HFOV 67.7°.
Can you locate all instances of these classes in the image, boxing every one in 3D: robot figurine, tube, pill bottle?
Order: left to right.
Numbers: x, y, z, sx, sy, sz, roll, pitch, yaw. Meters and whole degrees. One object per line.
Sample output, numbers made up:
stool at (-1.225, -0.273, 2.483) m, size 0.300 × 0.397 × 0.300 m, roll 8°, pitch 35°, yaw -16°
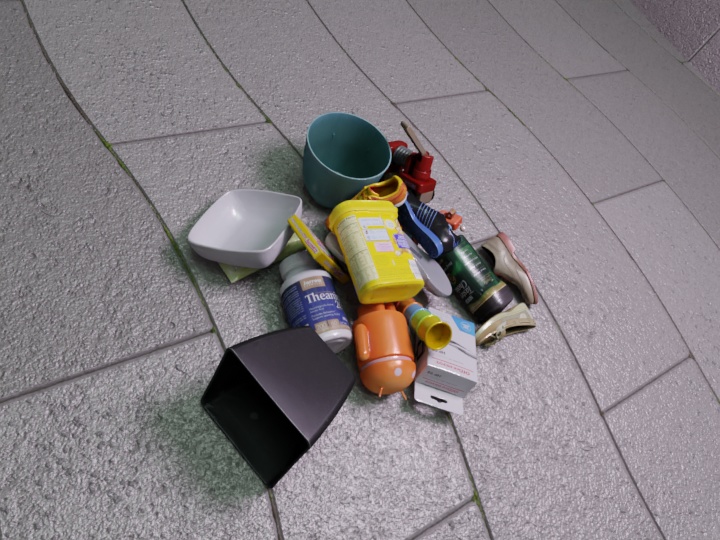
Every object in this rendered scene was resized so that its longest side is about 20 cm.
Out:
tube at (-0.201, -0.037, 1.145) m, size 0.199 × 0.058 × 0.052 m, roll -24°, pitch 105°, yaw -27°
pill bottle at (-0.097, 0.068, 1.078) m, size 0.110 × 0.111 × 0.201 m, roll -9°, pitch 63°, yaw -26°
robot figurine at (0.048, 0.159, 1.075) m, size 0.116 × 0.144 × 0.201 m, roll -9°, pitch 62°, yaw -2°

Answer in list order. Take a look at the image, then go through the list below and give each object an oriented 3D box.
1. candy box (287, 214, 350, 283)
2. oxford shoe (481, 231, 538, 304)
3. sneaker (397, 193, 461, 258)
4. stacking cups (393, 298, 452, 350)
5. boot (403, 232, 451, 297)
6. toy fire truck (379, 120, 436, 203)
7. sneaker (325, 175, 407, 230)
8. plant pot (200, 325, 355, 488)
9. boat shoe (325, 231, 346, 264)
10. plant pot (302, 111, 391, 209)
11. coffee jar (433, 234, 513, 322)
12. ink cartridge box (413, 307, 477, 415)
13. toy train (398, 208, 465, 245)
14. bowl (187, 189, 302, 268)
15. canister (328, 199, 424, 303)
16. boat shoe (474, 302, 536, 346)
candy box at (-0.083, -0.040, 1.111) m, size 0.026 × 0.200 × 0.102 m, roll -40°, pitch 69°, yaw 1°
oxford shoe at (0.372, 0.005, 1.343) m, size 0.074 × 0.071 × 0.201 m, roll -25°, pitch 70°, yaw -4°
sneaker at (0.148, -0.116, 1.231) m, size 0.078 × 0.070 × 0.201 m, roll -23°, pitch 65°, yaw -24°
stacking cups at (0.114, 0.095, 1.111) m, size 0.060 × 0.061 × 0.200 m, roll -1°, pitch 19°, yaw -22°
boot at (0.110, 0.000, 1.217) m, size 0.200 × 0.096 × 0.074 m, roll 47°, pitch 38°, yaw 1°
toy fire truck at (0.102, -0.272, 1.289) m, size 0.128 × 0.201 × 0.176 m, roll -19°, pitch 45°, yaw -39°
sneaker at (0.006, -0.153, 1.193) m, size 0.199 × 0.077 × 0.073 m, roll -29°, pitch 56°, yaw 3°
plant pot at (-0.128, 0.213, 0.933) m, size 0.200 × 0.200 × 0.177 m, roll 46°, pitch 44°, yaw 11°
boat shoe at (0.000, 0.000, 1.167) m, size 0.199 × 0.093 × 0.075 m, roll 33°, pitch 47°, yaw -1°
plant pot at (-0.047, -0.242, 1.264) m, size 0.199 × 0.161 × 0.202 m, roll 10°, pitch 57°, yaw -15°
coffee jar at (0.260, 0.021, 1.252) m, size 0.085 × 0.104 × 0.200 m, roll -30°, pitch 73°, yaw -30°
ink cartridge box at (0.177, 0.184, 1.114) m, size 0.115 × 0.067 × 0.201 m, roll 20°, pitch 42°, yaw -10°
toy train at (0.156, -0.109, 1.294) m, size 0.150 × 0.056 × 0.200 m, roll 27°, pitch 51°, yaw 30°
bowl at (-0.231, -0.080, 1.109) m, size 0.199 × 0.075 × 0.200 m, roll 10°, pitch 44°, yaw 17°
canister at (0.032, -0.038, 1.092) m, size 0.148 × 0.087 × 0.201 m, roll -3°, pitch 58°, yaw -30°
boat shoe at (0.327, 0.135, 1.228) m, size 0.200 × 0.073 × 0.063 m, roll -18°, pitch 66°, yaw -39°
